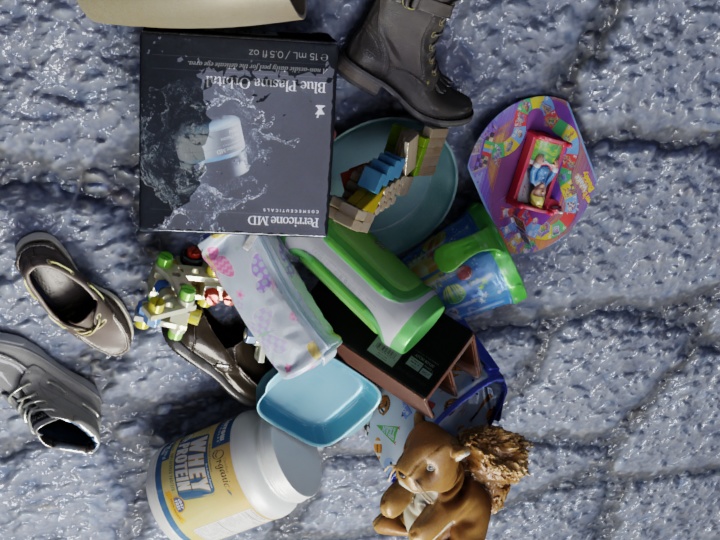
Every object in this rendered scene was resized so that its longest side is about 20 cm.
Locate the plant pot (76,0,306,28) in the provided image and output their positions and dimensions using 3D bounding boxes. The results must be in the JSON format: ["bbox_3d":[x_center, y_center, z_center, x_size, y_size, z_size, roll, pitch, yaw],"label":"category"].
[{"bbox_3d":[-0.171,-0.306,1.015,0.198,0.188,0.188,-12,130,8],"label":"plant pot"}]

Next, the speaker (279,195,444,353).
[{"bbox_3d":[0.000,0.000,1.231,0.088,0.200,0.089,-44,168,-12],"label":"speaker"}]

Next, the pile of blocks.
[{"bbox_3d":[0.021,-0.116,1.197,0.200,0.062,0.083,-43,149,-42],"label":"pile of blocks"}]

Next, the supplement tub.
[{"bbox_3d":[-0.166,0.270,1.427,0.198,0.146,0.145,-24,132,20],"label":"supplement tub"}]

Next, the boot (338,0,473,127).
[{"bbox_3d":[0.080,-0.262,1.190,0.198,0.069,0.175,18,118,-28],"label":"boot"}]

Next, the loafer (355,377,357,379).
[{"bbox_3d":[-0.075,0.176,1.468,0.072,0.063,0.200,30,111,-36],"label":"loafer"}]

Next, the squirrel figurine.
[{"bbox_3d":[0.113,0.251,1.343,0.199,0.141,0.188,-28,128,-23],"label":"squirrel figurine"}]

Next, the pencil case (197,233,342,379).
[{"bbox_3d":[-0.101,0.024,1.237,0.090,0.083,0.201,-28,95,39],"label":"pencil case"}]

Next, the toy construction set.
[{"bbox_3d":[-0.173,0.036,1.283,0.198,0.132,0.092,19,119,-31],"label":"toy construction set"}]

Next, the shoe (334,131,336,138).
[{"bbox_3d":[-0.118,-0.110,1.231,0.091,0.072,0.200,35,104,-30],"label":"shoe"}]

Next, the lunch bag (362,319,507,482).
[{"bbox_3d":[0.097,0.160,1.445,0.123,0.170,0.201,12,121,-40],"label":"lunch bag"}]

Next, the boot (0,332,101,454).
[{"bbox_3d":[-0.394,0.152,1.314,0.074,0.096,0.199,-45,127,16],"label":"boot"}]

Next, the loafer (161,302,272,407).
[{"bbox_3d":[-0.161,0.107,1.378,0.071,0.073,0.200,-41,129,14],"label":"loafer"}]

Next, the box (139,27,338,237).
[{"bbox_3d":[-0.126,-0.145,1.116,0.194,0.118,0.202,2,106,-7],"label":"box"}]

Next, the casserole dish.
[{"bbox_3d":[-0.056,0.157,1.380,0.121,0.039,0.200,-41,138,9],"label":"casserole dish"}]

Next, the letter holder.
[{"bbox_3d":[0.038,0.091,1.327,0.101,0.199,0.142,-51,155,-15],"label":"letter holder"}]

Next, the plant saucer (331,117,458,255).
[{"bbox_3d":[0.020,-0.103,1.310,0.198,0.036,0.202,-9,128,-12],"label":"plant saucer"}]

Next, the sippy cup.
[{"bbox_3d":[0.122,0.003,1.360,0.129,0.140,0.179,-27,130,2],"label":"sippy cup"}]

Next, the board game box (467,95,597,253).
[{"bbox_3d":[0.226,-0.113,1.337,0.157,0.039,0.201,-34,120,-11],"label":"board game box"}]

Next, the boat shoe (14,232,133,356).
[{"bbox_3d":[-0.333,0.042,1.276,0.071,0.060,0.201,-29,130,3],"label":"boat shoe"}]
